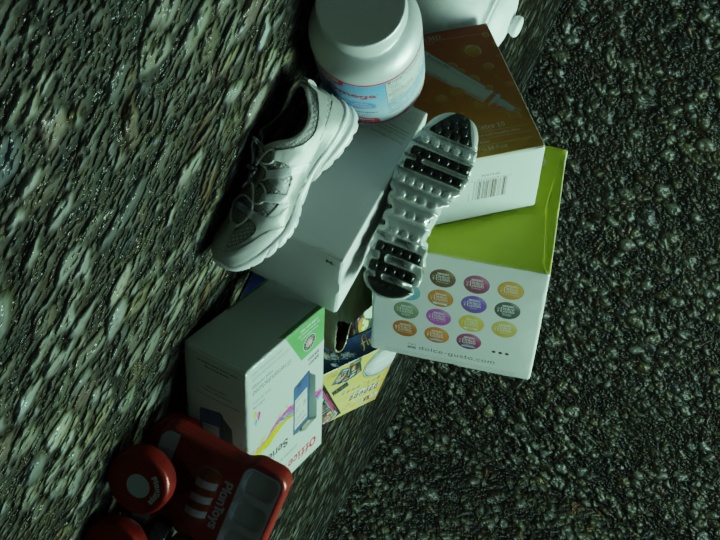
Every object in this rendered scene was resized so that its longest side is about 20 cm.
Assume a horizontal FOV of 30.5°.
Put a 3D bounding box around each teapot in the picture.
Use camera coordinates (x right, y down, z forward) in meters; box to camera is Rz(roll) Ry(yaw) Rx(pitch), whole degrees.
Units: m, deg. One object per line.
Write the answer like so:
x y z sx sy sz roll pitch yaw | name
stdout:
0.125 -0.315 1.584 0.199 0.145 0.200 -62 172 -10 | teapot

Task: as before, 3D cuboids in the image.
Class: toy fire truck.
-0.172 0.252 1.326 0.202 0.166 0.112 -67 171 19 | toy fire truck

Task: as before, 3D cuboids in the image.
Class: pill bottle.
0.007 -0.217 1.261 0.110 0.108 0.200 -63 171 -8 | pill bottle

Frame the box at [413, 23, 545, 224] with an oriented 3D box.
0.112 -0.166 1.480 0.098 0.123 0.202 92 -17 -51 | box

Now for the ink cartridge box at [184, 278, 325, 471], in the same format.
-0.111 0.136 1.419 0.145 0.087 0.202 -39 144 -44 | ink cartridge box

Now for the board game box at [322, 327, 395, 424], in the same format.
-0.045 0.149 1.697 0.199 0.035 0.136 -22 149 -36 | board game box

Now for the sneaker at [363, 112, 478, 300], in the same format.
0.057 -0.069 1.356 0.202 0.074 0.081 -63 -176 2 | sneaker

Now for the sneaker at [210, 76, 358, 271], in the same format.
-0.088 -0.094 1.252 0.082 0.074 0.201 40 78 -45 | sneaker

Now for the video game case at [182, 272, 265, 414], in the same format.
-0.138 0.112 1.552 0.202 0.045 0.181 -64 173 -7 | video game case

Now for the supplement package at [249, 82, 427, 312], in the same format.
-0.029 -0.084 1.385 0.201 0.119 0.122 -61 172 -26 | supplement package

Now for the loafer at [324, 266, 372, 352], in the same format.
-0.012 0.020 1.607 0.076 0.067 0.201 -42 164 -51 | loafer

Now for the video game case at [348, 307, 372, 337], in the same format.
0.000 0.000 1.757 0.182 0.035 0.201 -51 138 -29 | video game case

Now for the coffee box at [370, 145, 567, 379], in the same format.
0.127 -0.026 1.563 0.199 0.197 0.202 92 10 -50 | coffee box
